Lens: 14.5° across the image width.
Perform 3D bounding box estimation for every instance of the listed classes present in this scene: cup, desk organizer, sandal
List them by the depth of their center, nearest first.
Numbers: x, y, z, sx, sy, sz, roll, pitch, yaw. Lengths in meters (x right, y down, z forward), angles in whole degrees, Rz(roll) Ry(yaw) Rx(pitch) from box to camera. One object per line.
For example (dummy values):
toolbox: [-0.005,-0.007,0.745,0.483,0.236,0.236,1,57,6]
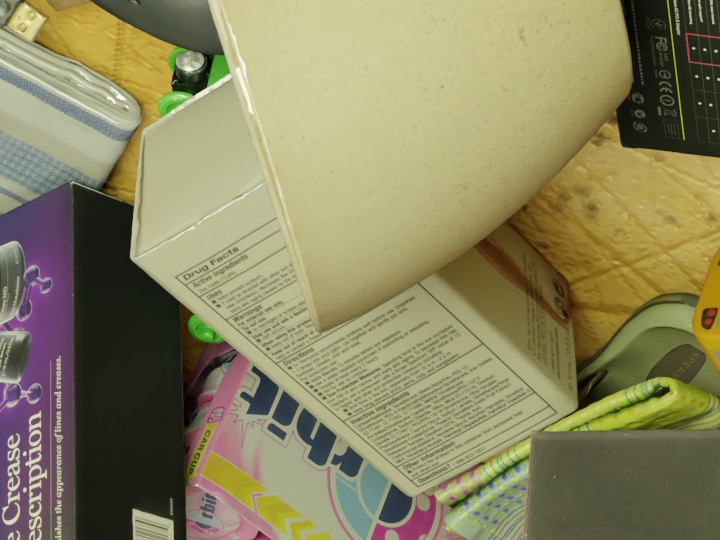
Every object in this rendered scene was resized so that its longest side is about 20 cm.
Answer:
cup: [0.020,-0.094,1.071,0.143,0.201,0.201,-18,137,-2]
desk organizer: [0.174,0.120,1.239,0.199,0.072,0.077,-1,138,10]
sandal: [0.125,0.081,1.364,0.079,0.058,0.201,24,144,-2]

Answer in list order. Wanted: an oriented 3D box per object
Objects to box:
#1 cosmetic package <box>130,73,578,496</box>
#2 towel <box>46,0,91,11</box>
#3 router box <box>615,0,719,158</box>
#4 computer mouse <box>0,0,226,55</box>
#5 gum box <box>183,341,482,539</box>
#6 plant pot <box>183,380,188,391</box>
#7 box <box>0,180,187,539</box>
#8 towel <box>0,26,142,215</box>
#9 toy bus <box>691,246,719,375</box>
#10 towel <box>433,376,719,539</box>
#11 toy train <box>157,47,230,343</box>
cosmetic package: [0.000,0.000,1.267,0.103,0.088,0.200,-28,129,24]
towel: [-0.096,-0.179,1.183,0.199,0.022,0.147,-8,133,38]
router box: [0.167,-0.125,1.073,0.149,0.062,0.200,9,142,20]
computer mouse: [-0.117,-0.124,1.208,0.199,0.046,0.141,28,144,-5]
gum box: [-0.015,0.120,1.441,0.200,0.114,0.066,38,142,-20]
plant pot: [-0.149,0.153,1.503,0.200,0.201,0.188,36,130,-18]
box: [-0.159,0.078,1.370,0.141,0.201,0.079,-25,148,38]
towel: [-0.199,-0.064,1.383,0.146,0.024,0.200,28,146,-10]
toy bus: [0.210,0.041,1.263,0.078,0.065,0.200,-5,136,35]
towel: [0.144,0.114,1.342,0.143,0.023,0.200,-30,142,23]
toy train: [-0.059,-0.031,1.337,0.056,0.042,0.200,4,142,7]
